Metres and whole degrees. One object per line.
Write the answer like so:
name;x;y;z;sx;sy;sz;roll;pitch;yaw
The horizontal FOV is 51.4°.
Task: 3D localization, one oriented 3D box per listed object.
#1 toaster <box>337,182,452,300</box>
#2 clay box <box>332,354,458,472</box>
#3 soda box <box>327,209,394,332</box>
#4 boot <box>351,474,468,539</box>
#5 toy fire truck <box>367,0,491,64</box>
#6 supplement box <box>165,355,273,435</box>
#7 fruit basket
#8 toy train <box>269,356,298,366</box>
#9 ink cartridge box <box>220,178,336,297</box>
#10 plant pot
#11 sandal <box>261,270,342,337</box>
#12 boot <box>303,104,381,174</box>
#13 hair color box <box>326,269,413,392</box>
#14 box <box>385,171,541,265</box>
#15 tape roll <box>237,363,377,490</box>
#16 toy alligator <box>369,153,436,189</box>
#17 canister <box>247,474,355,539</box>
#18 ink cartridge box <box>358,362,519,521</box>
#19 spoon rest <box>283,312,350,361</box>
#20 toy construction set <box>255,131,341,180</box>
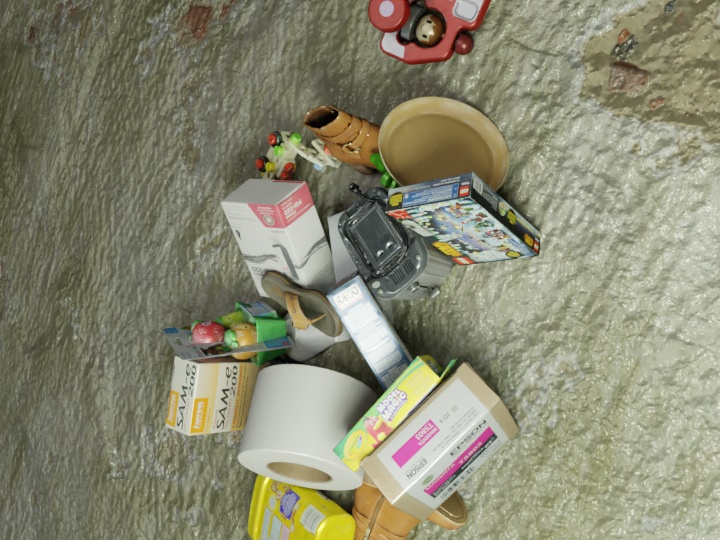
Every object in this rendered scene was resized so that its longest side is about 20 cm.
toaster;0.054;-0.041;1.165;0.114;0.129;0.201;-42;61;18
clay box;0.054;0.185;1.042;0.048;0.115;0.200;42;94;12
soda box;0.000;0.000;1.254;0.068;0.063;0.202;-16;76;37
boot;0.066;0.387;1.158;0.199;0.076;0.156;23;105;32
toy fire truck;0.118;-0.421;1.180;0.167;0.112;0.201;28;105;18
supplement box;-0.242;0.220;1.345;0.073;0.199;0.127;9;92;40
fruit basket;-0.236;0.109;1.321;0.185;0.198;0.095;-153;66;-62
toy train;-0.083;0.188;1.317;0.199;0.046;0.034;12;85;42
ink cartridge box;-0.136;-0.049;1.292;0.145;0.085;0.201;8;130;39
plant pot;0.122;-0.173;1.113;0.028;0.199;0.201;108;141;-59
sandal;-0.105;0.060;1.232;0.199;0.054;0.082;29;141;34
boot;0.019;-0.217;1.189;0.199;0.155;0.077;7;71;44
hair color box;0.024;0.102;1.143;0.060;0.100;0.201;-31;94;2
box;0.147;-0.066;1.050;0.136;0.200;0.040;-7;64;39
tape roll;-0.082;0.252;1.186;0.202;0.202;0.140;-13;53;38
toy alligator;0.100;-0.127;1.137;0.199;0.059;0.055;20;62;9
canister;-0.101;0.431;1.254;0.199;0.086;0.150;19;100;53
ink cartridge box;0.114;0.241;1.029;0.200;0.165;0.075;-43;58;-2
spoon rest;-0.079;0.110;1.323;0.199;0.060;0.100;-9;79;52
toy construction set;-0.128;-0.173;1.358;0.200;0.092;0.132;-44;60;28
